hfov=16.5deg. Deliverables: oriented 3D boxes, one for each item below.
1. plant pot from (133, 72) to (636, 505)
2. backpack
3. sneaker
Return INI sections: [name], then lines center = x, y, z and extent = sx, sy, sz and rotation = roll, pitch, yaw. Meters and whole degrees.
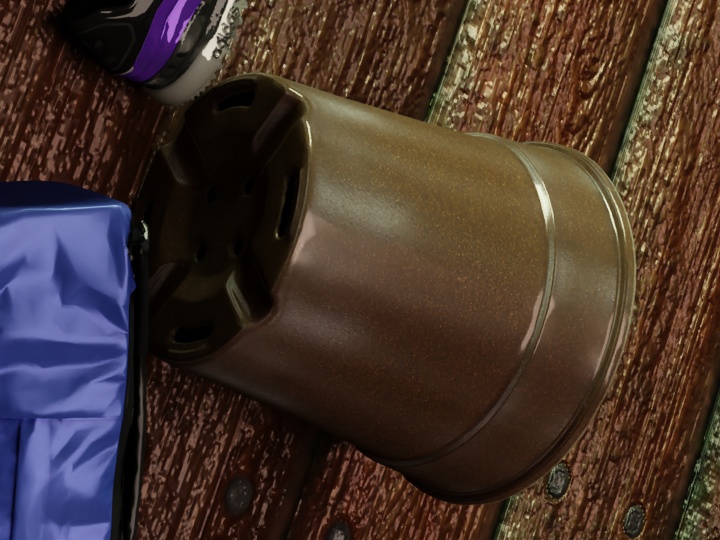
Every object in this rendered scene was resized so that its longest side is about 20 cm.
[plant pot]
center = 0.000, 0.000, 1.264
extent = 0.198, 0.200, 0.201
rotation = 20, 81, -35
[backpack]
center = -0.184, 0.065, 1.104
extent = 0.167, 0.162, 0.201
rotation = -2, 98, -15
[sneaker]
center = -0.093, -0.190, 1.218
extent = 0.099, 0.069, 0.201
rotation = 24, 78, -42
